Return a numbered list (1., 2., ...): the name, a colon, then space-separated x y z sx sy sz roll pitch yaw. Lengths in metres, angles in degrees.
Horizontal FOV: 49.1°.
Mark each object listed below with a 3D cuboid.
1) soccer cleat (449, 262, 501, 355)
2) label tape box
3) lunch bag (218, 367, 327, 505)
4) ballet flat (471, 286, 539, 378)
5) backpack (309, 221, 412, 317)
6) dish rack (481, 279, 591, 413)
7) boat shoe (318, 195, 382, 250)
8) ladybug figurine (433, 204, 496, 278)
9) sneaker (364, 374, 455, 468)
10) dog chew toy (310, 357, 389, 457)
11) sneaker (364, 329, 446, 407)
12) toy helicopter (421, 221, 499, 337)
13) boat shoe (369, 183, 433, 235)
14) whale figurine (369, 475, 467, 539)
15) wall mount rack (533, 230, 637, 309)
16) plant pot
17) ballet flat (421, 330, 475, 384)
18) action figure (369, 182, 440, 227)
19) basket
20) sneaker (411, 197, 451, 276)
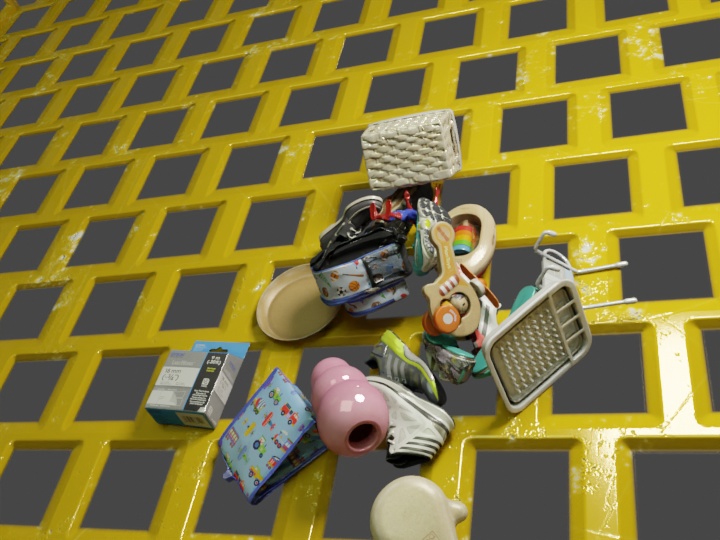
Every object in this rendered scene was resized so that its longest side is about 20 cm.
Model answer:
1. soccer cleat: 0.210 0.060 1.443 0.083 0.069 0.203 -18 66 -10
2. label tape box: -0.322 0.207 1.569 0.141 0.064 0.203 0 50 23
3. lunch bag: -0.168 0.305 1.403 0.199 0.094 0.151 -42 48 -4
4. ballet flat: 0.269 0.122 1.370 0.201 0.070 0.067 -53 24 -18
5. backpack: 0.000 0.000 1.531 0.186 0.158 0.200 -15 8 -5
6. dish rack: 0.288 0.120 1.308 0.199 0.174 0.043 -38 35 -13
7. boat shoe: -0.017 -0.084 1.658 0.199 0.071 0.064 -38 50 41
8. ladybug figurine: 0.206 -0.042 1.561 0.133 0.073 0.203 -1 49 24
9. sneaker: 0.053 0.260 1.344 0.198 0.077 0.116 21 58 34
10. dog chew toy: -0.030 0.220 1.334 0.123 0.126 0.200 -30 34 -6
11. sneaker: 0.081 0.191 1.411 0.081 0.074 0.200 -43 40 -6
12. toy helicopter: 0.167 0.014 1.384 0.129 0.079 0.205 -9 84 -14
13. boat shoe: 0.078 -0.125 1.703 0.073 0.077 0.200 17 49 40
14. whale figurine: 0.100 0.411 1.187 0.158 0.104 0.200 -38 70 -13
15. wall mount rack: 0.396 0.011 1.414 0.170 0.075 0.202 24 35 -6
16. plant pot: -0.121 0.070 1.634 0.195 0.028 0.203 -13 45 13
17. ballet flat: 0.146 0.154 1.391 0.071 0.073 0.200 -28 14 -4
18. action figure: 0.103 -0.138 1.612 0.064 0.198 0.102 -3 81 40
19. basket: 0.106 -0.252 1.672 0.195 0.139 0.124 -7 19 19
20. sneaker: 0.126 -0.070 1.523 0.076 0.080 0.202 27 37 -12
